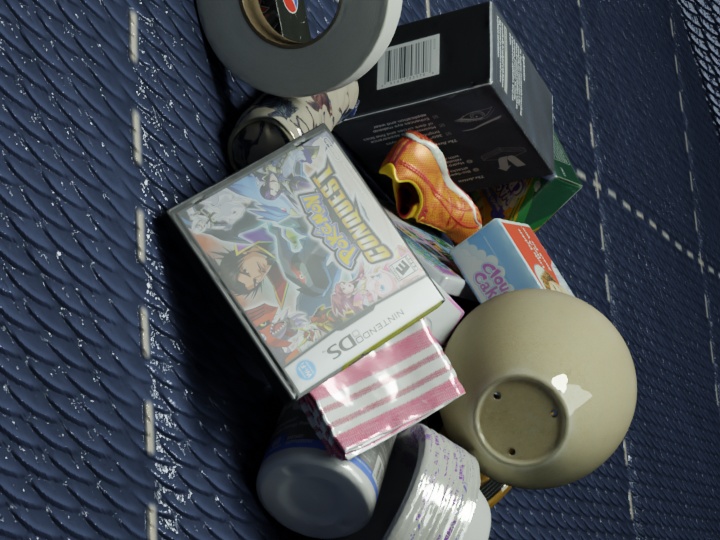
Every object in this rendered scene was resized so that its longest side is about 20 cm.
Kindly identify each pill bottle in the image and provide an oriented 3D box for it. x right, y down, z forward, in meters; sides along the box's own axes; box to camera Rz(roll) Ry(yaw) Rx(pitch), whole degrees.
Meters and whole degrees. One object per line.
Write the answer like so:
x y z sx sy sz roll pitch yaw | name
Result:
-0.020 0.146 1.506 0.114 0.114 0.200 63 29 -32 | pill bottle

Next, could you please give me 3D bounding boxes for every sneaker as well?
0.075 -0.078 1.767 0.077 0.073 0.200 -51 137 -9 | sneaker

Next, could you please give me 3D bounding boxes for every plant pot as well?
0.163 0.127 1.527 0.134 0.200 0.201 -37 114 -74 | plant pot

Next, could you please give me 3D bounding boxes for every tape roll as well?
-0.060 -0.262 1.478 0.037 0.203 0.203 -28 106 -65 | tape roll

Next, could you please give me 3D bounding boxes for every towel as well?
-0.008 0.055 1.425 0.146 0.030 0.200 -26 85 -26 | towel

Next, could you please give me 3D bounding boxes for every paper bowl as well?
0.046 0.253 1.485 0.104 0.201 0.201 31 42 -11 | paper bowl

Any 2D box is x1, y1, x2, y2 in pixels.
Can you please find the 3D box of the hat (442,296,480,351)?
0.083 0.091 1.713 0.201 0.200 0.081 -49 150 -60 | hat

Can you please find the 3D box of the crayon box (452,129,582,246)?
0.163 -0.086 1.898 0.052 0.200 0.126 17 39 -38 | crayon box

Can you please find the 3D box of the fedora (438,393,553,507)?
0.135 0.189 1.745 0.201 0.082 0.201 -44 156 -25 | fedora

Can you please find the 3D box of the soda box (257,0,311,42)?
-0.104 -0.299 1.560 0.071 0.063 0.200 -15 94 -65 | soda box

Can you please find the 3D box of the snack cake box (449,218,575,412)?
0.186 0.047 1.661 0.200 0.067 0.115 59 20 14 | snack cake box

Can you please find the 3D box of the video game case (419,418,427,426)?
0.029 0.221 1.678 0.181 0.036 0.200 20 62 -63 | video game case

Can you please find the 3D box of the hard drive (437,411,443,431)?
0.131 0.141 1.896 0.200 0.033 0.140 -63 153 -53 | hard drive

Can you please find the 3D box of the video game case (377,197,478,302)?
0.062 -0.026 1.722 0.182 0.024 0.200 40 11 24 | video game case

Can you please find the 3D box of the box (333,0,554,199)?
0.095 -0.183 1.787 0.200 0.196 0.118 46 40 -51 | box

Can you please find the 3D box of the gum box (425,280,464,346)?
0.000 0.000 1.566 0.066 0.113 0.200 -54 132 -10 | gum box

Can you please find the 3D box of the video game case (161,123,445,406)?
-0.048 -0.009 1.405 0.181 0.026 0.200 -32 85 -26 | video game case

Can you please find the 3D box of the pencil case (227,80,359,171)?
-0.065 -0.146 1.567 0.200 0.078 0.090 -56 146 -57 | pencil case
